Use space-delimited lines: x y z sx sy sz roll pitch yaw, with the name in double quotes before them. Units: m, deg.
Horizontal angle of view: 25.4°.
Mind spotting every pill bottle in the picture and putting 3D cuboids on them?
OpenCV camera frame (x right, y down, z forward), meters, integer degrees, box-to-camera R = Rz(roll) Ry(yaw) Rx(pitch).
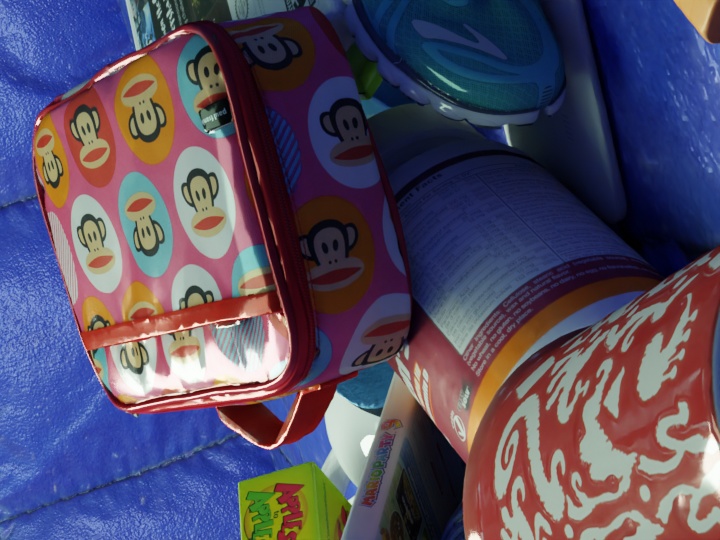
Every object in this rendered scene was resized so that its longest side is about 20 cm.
"pill bottle" 0.059 0.012 0.682 0.200 0.109 0.110 50 158 50

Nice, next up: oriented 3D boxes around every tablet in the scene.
"tablet" 0.067 -0.126 0.694 0.130 0.014 0.202 -134 27 -68

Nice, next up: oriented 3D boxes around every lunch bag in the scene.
"lunch bag" -0.062 -0.009 0.693 0.199 0.081 0.178 -14 92 56

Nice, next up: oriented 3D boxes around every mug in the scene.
"mug" 0.136 0.060 0.464 0.200 0.176 0.135 118 168 -71

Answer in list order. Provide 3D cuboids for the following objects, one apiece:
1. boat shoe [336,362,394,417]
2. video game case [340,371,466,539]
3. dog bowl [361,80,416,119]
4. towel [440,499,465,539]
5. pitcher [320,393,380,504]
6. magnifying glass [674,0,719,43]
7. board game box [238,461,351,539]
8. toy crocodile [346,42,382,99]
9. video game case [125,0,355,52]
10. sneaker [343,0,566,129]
"boat shoe" 0.000 0.000 0.854 0.069 0.084 0.201 41 -159 -46
"video game case" 0.029 0.140 0.712 0.201 0.018 0.144 -69 -35 -56
"dog bowl" -0.011 -0.102 0.913 0.050 0.111 0.200 -57 34 16
"towel" 0.075 0.131 0.731 0.200 0.048 0.113 -31 -59 -67
"pitcher" 0.024 0.097 0.951 0.200 0.120 0.173 -141 73 -76
"magnifying glass" 0.075 -0.152 0.553 0.080 0.022 0.201 99 148 -49
"board game box" -0.005 0.201 0.904 0.200 0.047 0.102 56 -157 -50
"toy crocodile" -0.040 -0.111 0.802 0.062 0.068 0.200 36 172 -26
"video game case" -0.066 -0.150 0.772 0.182 0.023 0.202 -46 52 48
"sneaker" 0.025 -0.147 0.645 0.201 0.077 0.080 65 157 20
